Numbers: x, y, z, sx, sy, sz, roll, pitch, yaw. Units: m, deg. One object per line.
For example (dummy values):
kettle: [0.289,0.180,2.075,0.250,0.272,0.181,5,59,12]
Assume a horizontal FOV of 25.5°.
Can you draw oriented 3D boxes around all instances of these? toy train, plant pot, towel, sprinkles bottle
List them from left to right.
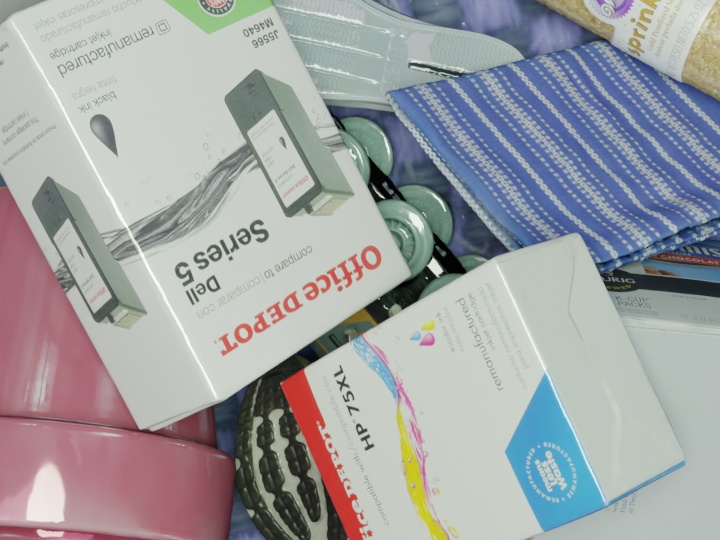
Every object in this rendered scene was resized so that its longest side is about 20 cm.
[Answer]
plant pot: [-0.161,0.057,0.872,0.198,0.200,0.181,4,77,6]
toy train: [0.000,0.000,0.902,0.114,0.085,0.200,-41,90,19]
towel: [0.130,-0.067,0.826,0.145,0.199,0.024,51,141,29]
sprinkles bottle: [0.148,-0.153,0.860,0.199,0.068,0.069,32,95,18]

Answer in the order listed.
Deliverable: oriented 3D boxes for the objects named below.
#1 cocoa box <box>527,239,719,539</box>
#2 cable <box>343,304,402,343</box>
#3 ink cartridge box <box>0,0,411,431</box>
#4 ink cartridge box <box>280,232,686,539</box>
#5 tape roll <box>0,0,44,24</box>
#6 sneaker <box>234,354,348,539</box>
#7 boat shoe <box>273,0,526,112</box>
cocoa box: [0.145,0.093,0.828,0.132,0.131,0.202,6,111,-4]
cable: [0.050,0.116,0.840,0.097,0.050,0.202,-14,97,41]
ink cartridge box: [-0.085,-0.045,0.788,0.145,0.084,0.201,-32,96,-38]
ink cartridge box: [0.040,0.077,0.751,0.200,0.067,0.117,-33,79,44]
tape roll: [-0.150,-0.163,0.843,0.200,0.200,0.066,-44,76,6]
sneaker: [-0.006,0.136,0.904,0.076,0.089,0.202,-15,101,31]
boat shoe: [-0.004,-0.118,0.889,0.198,0.062,0.073,18,85,-4]
